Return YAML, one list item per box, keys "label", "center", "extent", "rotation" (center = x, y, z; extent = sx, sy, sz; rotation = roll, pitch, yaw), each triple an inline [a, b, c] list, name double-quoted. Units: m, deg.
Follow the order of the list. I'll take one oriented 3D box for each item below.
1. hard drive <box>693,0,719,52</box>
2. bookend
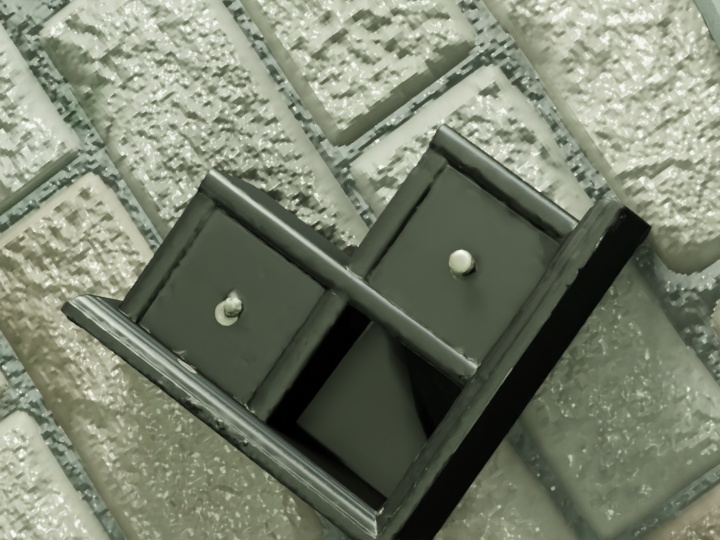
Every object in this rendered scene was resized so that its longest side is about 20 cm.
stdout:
- label: "hard drive"
  center: [0.249, -0.101, 1.255]
  extent: [0.139, 0.033, 0.201]
  rotation: [-28, 80, 11]
- label: "bookend"
  center: [0.000, 0.000, 1.279]
  extent: [0.198, 0.092, 0.201]
  rotation: [37, 94, 14]
